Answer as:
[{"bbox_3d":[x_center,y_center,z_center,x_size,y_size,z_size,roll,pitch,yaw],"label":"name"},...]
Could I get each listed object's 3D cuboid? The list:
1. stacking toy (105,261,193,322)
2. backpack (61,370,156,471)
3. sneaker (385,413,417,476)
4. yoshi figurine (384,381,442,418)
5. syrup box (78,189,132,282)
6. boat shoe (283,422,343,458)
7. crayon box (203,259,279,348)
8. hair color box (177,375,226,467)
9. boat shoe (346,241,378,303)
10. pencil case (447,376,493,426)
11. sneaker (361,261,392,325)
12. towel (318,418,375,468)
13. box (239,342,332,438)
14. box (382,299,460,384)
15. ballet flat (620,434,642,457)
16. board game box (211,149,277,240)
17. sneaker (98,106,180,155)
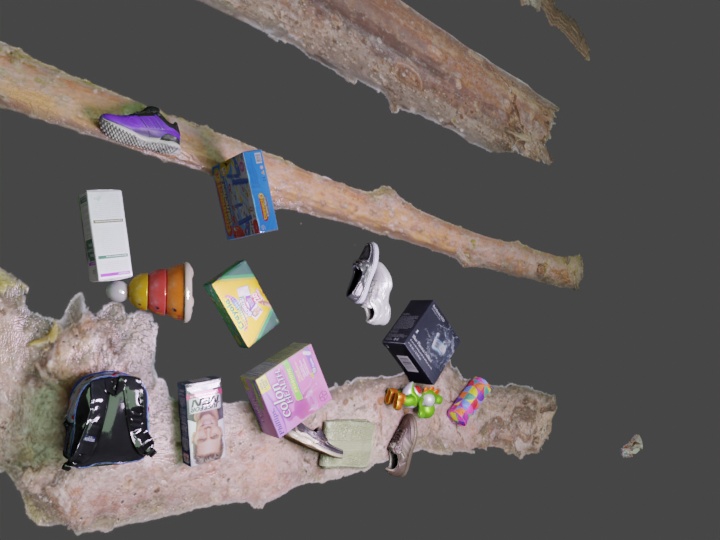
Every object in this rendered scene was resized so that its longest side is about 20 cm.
[{"bbox_3d":[-0.503,0.053,1.363,0.196,0.146,0.150,0,87,-19],"label":"stacking toy"},{"bbox_3d":[-0.559,0.321,1.262,0.198,0.152,0.195,7,91,-44],"label":"backpack"},{"bbox_3d":[0.132,0.566,1.853,0.075,0.070,0.204,19,75,-35],"label":"sneaker"},{"bbox_3d":[0.180,0.442,1.870,0.196,0.112,0.114,9,52,-28],"label":"yoshi figurine"},{"bbox_3d":[-0.586,-0.078,1.309,0.080,0.078,0.205,-7,92,-39],"label":"syrup box"},{"bbox_3d":[-0.130,0.481,1.634,0.197,0.072,0.066,28,65,-15],"label":"boat shoe"},{"bbox_3d":[-0.317,0.090,1.528,0.118,0.058,0.203,-39,111,-34],"label":"crayon box"},{"bbox_3d":[-0.401,0.379,1.442,0.099,0.060,0.205,-5,91,-38],"label":"hair color box"},{"bbox_3d":[0.000,0.000,1.790,0.066,0.069,0.204,24,80,-36],"label":"boat shoe"},{"bbox_3d":[0.399,0.477,2.068,0.199,0.088,0.090,-39,111,-32],"label":"pencil case"},{"bbox_3d":[0.050,0.074,1.814,0.098,0.074,0.205,0,87,-40],"label":"sneaker"},{"bbox_3d":[-0.037,0.529,1.741,0.197,0.036,0.152,14,77,-37],"label":"towel"},{"bbox_3d":[-0.204,0.326,1.581,0.198,0.096,0.179,-29,105,-35],"label":"box"},{"bbox_3d":[0.207,0.238,1.906,0.198,0.116,0.201,53,57,-23],"label":"box"},{"bbox_3d":[1.363,0.878,2.830,0.198,0.063,0.077,-20,99,-38],"label":"ballet flat"},{"bbox_3d":[-0.301,-0.190,1.472,0.055,0.194,0.205,-15,96,-37],"label":"board game box"},{"bbox_3d":[-0.532,-0.356,1.384,0.198,0.069,0.102,13,72,-42],"label":"sneaker"}]
